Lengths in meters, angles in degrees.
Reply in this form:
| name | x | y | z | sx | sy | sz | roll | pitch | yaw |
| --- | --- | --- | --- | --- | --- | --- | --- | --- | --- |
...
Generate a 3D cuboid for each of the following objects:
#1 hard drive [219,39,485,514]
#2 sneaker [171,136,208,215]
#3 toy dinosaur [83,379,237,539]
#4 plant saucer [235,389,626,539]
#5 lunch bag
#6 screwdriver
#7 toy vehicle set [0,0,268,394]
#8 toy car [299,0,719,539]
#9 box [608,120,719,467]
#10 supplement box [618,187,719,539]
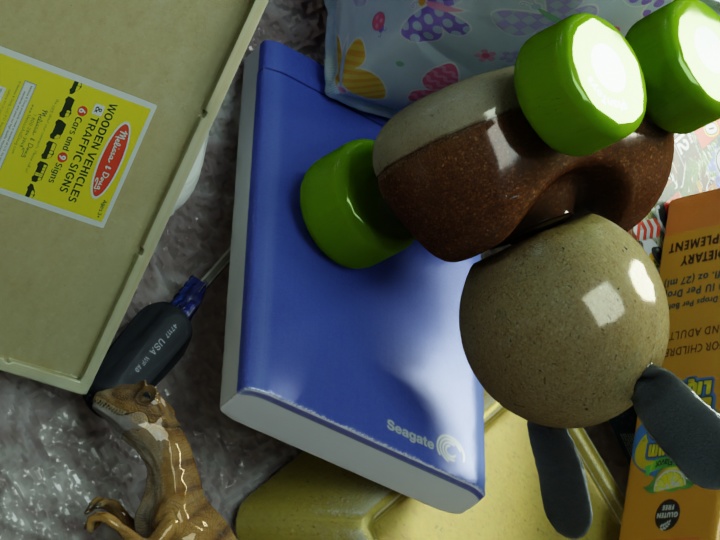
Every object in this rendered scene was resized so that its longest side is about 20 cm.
| name | x | y | z | sx | sy | sz | roll | pitch | yaw |
| --- | --- | --- | --- | --- | --- | --- | --- | --- | --- |
| hard drive | 0.000 | 0.000 | 1.026 | 0.131 | 0.025 | 0.201 | 26 | 46 | -28 |
| sneaker | -0.088 | -0.125 | 0.989 | 0.075 | 0.099 | 0.202 | 10 | 71 | -39 |
| toy dinosaur | -0.064 | 0.144 | 0.939 | 0.106 | 0.060 | 0.201 | -32 | 103 | -25 |
| plant saucer | 0.066 | 0.141 | 1.052 | 0.200 | 0.048 | 0.201 | -37 | 99 | -38 |
| lunch bag | 0.100 | -0.142 | 1.076 | 0.199 | 0.169 | 0.128 | 12 | 63 | -39 |
| screwdriver | -0.067 | -0.004 | 1.021 | 0.029 | 0.028 | 0.200 | 28 | 50 | 7 |
| toy vehicle set | -0.128 | -0.057 | 0.912 | 0.124 | 0.027 | 0.201 | 20 | 102 | -31 |
| toy car | 0.096 | 0.009 | 0.976 | 0.157 | 0.164 | 0.201 | -14 | 81 | -48 |
| box | 0.167 | 0.018 | 1.147 | 0.136 | 0.038 | 0.201 | -39 | 110 | -36 |
| supplement box | 0.177 | 0.062 | 1.075 | 0.069 | 0.066 | 0.201 | 23 | 67 | -35 |
